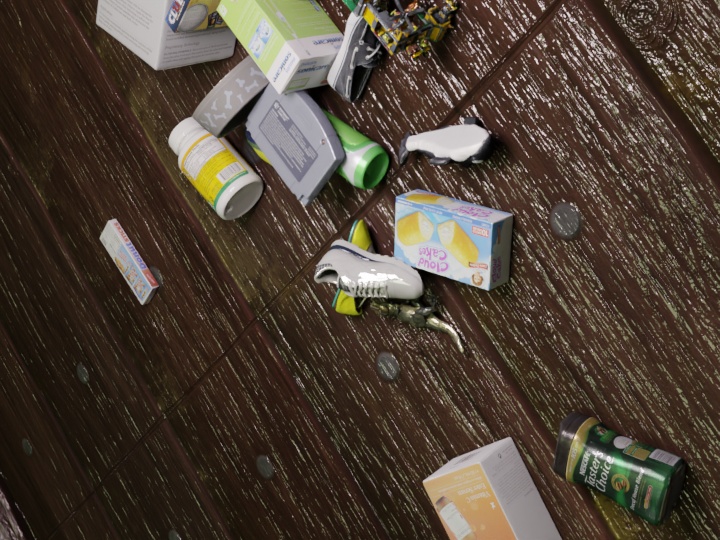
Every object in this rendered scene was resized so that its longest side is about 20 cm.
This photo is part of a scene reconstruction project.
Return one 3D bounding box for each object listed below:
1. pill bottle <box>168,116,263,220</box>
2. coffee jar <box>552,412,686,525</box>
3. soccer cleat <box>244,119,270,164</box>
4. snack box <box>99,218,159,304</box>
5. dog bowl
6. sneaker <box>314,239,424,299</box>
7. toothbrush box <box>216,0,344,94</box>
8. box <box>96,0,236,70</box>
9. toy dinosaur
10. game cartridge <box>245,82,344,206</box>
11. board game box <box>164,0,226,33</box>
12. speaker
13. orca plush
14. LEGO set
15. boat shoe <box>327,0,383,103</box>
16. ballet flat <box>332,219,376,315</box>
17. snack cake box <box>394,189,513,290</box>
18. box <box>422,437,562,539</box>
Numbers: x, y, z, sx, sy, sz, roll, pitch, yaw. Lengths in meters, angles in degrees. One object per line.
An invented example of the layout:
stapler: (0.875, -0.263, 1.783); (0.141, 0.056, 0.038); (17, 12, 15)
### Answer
pill bottle: (-0.291, -0.207, 1.908); (0.200, 0.112, 0.114); (48, 131, 18)
coffee jar: (0.393, 0.302, 1.490); (0.198, 0.085, 0.107); (22, 119, 35)
soccer cleat: (-0.146, -0.213, 1.823); (0.201, 0.064, 0.084); (48, 161, 13)
snack box: (-0.546, -0.021, 2.269); (0.202, 0.024, 0.072); (54, 132, 13)
dog bowl: (-0.214, -0.320, 1.748); (0.059, 0.200, 0.199); (48, 133, -4)
sneaker: (0.016, 0.018, 1.658); (0.196, 0.081, 0.077); (16, 137, 25)
toothbrush box: (-0.129, -0.415, 1.662); (0.201, 0.144, 0.086); (52, 132, 14)
box: (-0.353, -0.507, 1.796); (0.198, 0.198, 0.174); (37, 129, 26)
toy dinosaur: (0.107, 0.070, 1.697); (0.197, 0.047, 0.090); (23, 127, 32)
game cartridge: (-0.112, -0.231, 1.670); (0.201, 0.040, 0.134); (53, 127, 19)
board game box: (-0.237, -0.490, 1.694); (0.035, 0.198, 0.136); (51, 131, 13)
speaker: (-0.045, -0.223, 1.696); (0.199, 0.088, 0.090); (36, 127, 27)
orca plush: (0.145, -0.183, 1.552); (0.197, 0.106, 0.071); (-8, 132, 41)
LEGO set: (0.061, -0.437, 1.476); (0.202, 0.152, 0.116); (60, 151, 17)
boat shoe: (0.006, -0.368, 1.607); (0.068, 0.071, 0.201); (48, 134, 20)
ballet flat: (0.000, 0.000, 1.763); (0.066, 0.067, 0.203); (22, 124, 10)
snack cake box: (0.151, -0.053, 1.593); (0.197, 0.067, 0.118); (18, 116, 37)
box: (0.228, 0.419, 1.669); (0.151, 0.105, 0.203); (-32, 83, 44)
